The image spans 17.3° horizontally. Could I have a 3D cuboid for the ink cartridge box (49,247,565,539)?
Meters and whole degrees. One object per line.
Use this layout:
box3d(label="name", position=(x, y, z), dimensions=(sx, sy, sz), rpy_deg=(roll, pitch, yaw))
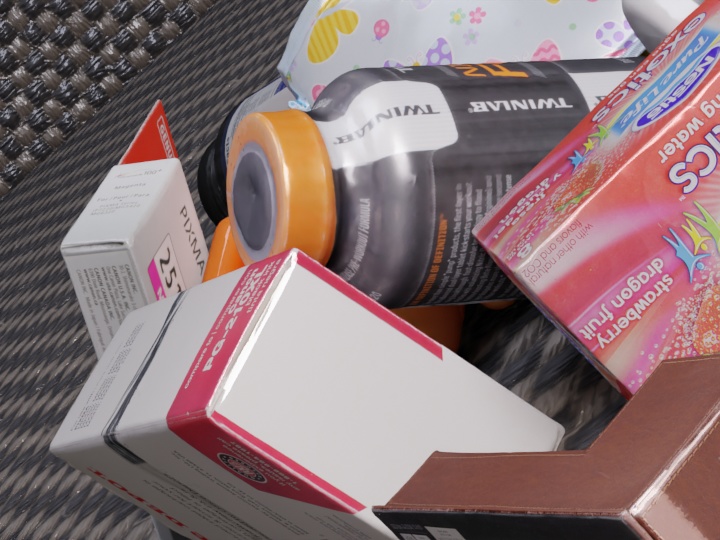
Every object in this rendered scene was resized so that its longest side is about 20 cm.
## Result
box3d(label="ink cartridge box", position=(-0.029, 0.074, 1.030), dimensions=(0.084, 0.145, 0.200), rpy_deg=(-62, 18, -20))

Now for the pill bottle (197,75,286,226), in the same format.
box3d(label="pill bottle", position=(-0.032, -0.082, 1.611), dimensions=(0.112, 0.112, 0.200), rpy_deg=(-52, 14, -29))

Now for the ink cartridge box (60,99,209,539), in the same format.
box3d(label="ink cartridge box", position=(-0.091, 0.029, 1.285), dimensions=(0.043, 0.200, 0.174), rpy_deg=(-5, 29, 19))

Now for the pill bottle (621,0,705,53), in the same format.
box3d(label="pill bottle", position=(0.220, -0.150, 1.036), dimensions=(0.200, 0.112, 0.112), rpy_deg=(-45, 13, 1))

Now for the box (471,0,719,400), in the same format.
box3d(label="box", position=(0.154, -0.042, 0.939), dimensions=(0.200, 0.103, 0.095), rpy_deg=(-44, 13, 2))

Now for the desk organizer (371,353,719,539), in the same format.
box3d(label="desk organizer", position=(0.089, 0.082, 0.830), dimensions=(0.077, 0.072, 0.200), rpy_deg=(-47, 13, -19))

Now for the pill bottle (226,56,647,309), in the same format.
box3d(label="pill bottle", position=(0.044, -0.038, 1.032), dimensions=(0.200, 0.107, 0.106), rpy_deg=(-4, -4, -24))

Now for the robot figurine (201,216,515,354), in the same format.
box3d(label="robot figurine", position=(-0.002, 0.001, 1.230), dimensions=(0.117, 0.144, 0.200), rpy_deg=(-58, 13, 35))

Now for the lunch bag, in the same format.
box3d(label="lunch bag", position=(0.078, -0.112, 1.196), dimensions=(0.200, 0.170, 0.127), rpy_deg=(-45, -30, -8))

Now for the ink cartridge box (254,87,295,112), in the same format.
box3d(label="ink cartridge box", position=(0.056, -0.115, 1.408), dimensions=(0.146, 0.086, 0.200), rpy_deg=(-25, -4, -41))
